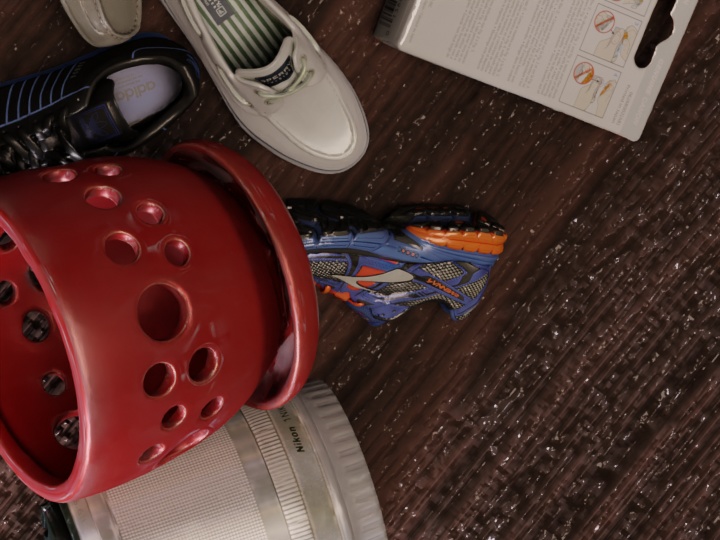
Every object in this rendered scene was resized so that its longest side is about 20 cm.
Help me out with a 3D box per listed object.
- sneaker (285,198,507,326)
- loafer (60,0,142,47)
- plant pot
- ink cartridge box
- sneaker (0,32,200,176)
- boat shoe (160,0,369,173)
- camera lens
[{"bbox_3d":[0.000,0.000,1.790,0.200,0.075,0.079,2,106,-16],"label":"sneaker"},{"bbox_3d":[-0.159,-0.237,1.673,0.070,0.070,0.200,2,110,29],"label":"loafer"},{"bbox_3d":[-0.140,0.020,1.665,0.182,0.200,0.201,-22,110,-29],"label":"plant pot"},{"bbox_3d":[0.127,-0.194,1.800,0.200,0.050,0.162,19,97,-29],"label":"ink cartridge box"},{"bbox_3d":[-0.193,-0.091,1.703,0.200,0.078,0.070,-30,109,-8],"label":"sneaker"},{"bbox_3d":[-0.064,-0.132,1.738,0.074,0.067,0.200,-46,112,-1],"label":"boat shoe"},{"bbox_3d":[-0.098,0.168,1.754,0.200,0.160,0.160,-17,108,-12],"label":"camera lens"}]
